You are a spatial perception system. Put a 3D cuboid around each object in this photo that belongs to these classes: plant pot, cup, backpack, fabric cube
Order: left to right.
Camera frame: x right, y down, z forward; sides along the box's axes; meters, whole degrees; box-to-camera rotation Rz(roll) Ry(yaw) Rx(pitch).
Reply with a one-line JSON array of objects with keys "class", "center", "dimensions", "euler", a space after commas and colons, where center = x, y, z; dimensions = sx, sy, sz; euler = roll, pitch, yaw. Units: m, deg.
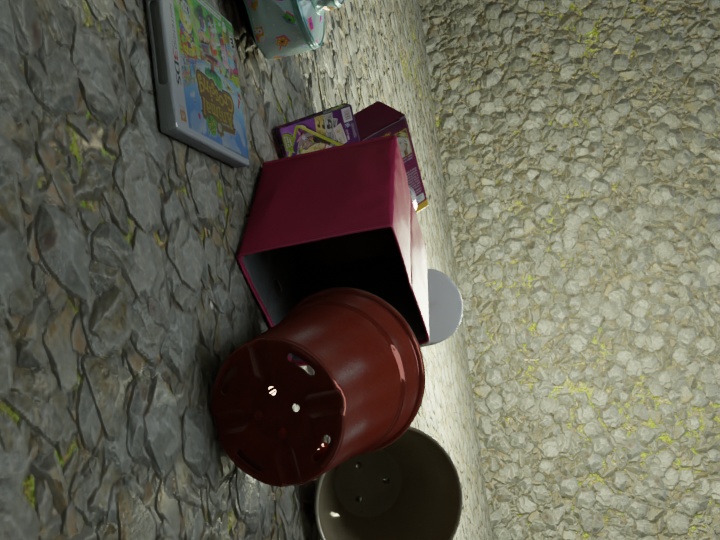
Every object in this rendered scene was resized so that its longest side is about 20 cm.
[{"class": "backpack", "center": [-0.101, -0.394, 1.085], "dimensions": [0.176, 0.151, 0.202], "euler": [-86, 169, -62]}, {"class": "plant pot", "center": [-0.051, 0.129, 0.869], "dimensions": [0.195, 0.199, 0.203], "euler": [-14, 94, -69]}, {"class": "fabric cube", "center": [-0.024, -0.025, 1.049], "dimensions": [0.200, 0.194, 0.201], "euler": [-86, 161, -50]}, {"class": "cup", "center": [0.024, 0.304, 1.104], "dimensions": [0.143, 0.198, 0.203], "euler": [164, -83, -78]}]

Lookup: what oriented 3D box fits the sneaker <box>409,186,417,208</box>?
[{"class": "sneaker", "center": [0.055, -0.064, 1.455], "dimensions": [0.114, 0.072, 0.202], "euler": [-45, 162, -48]}]

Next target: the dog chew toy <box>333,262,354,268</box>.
[{"class": "dog chew toy", "center": [0.000, 0.000, 1.284], "dimensions": [0.200, 0.123, 0.126], "euler": [-71, 149, -62]}]

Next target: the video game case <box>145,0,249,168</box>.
[{"class": "video game case", "center": [-0.178, -0.222, 0.896], "dimensions": [0.200, 0.022, 0.184], "euler": [15, 66, -76]}]

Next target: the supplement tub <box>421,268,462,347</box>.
[{"class": "supplement tub", "center": [0.085, 0.074, 1.425], "dimensions": [0.200, 0.131, 0.134], "euler": [150, -66, -70]}]

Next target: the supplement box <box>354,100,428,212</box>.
[{"class": "supplement box", "center": [0.030, -0.187, 1.486], "dimensions": [0.103, 0.130, 0.201], "euler": [41, -25, 50]}]

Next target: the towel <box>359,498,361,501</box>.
[{"class": "towel", "center": [0.017, 0.435, 1.269], "dimensions": [0.191, 0.032, 0.202], "euler": [53, 31, -65]}]

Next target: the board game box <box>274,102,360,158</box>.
[{"class": "board game box", "center": [-0.047, -0.137, 1.212], "dimensions": [0.032, 0.119, 0.202], "euler": [27, -44, 57]}]
